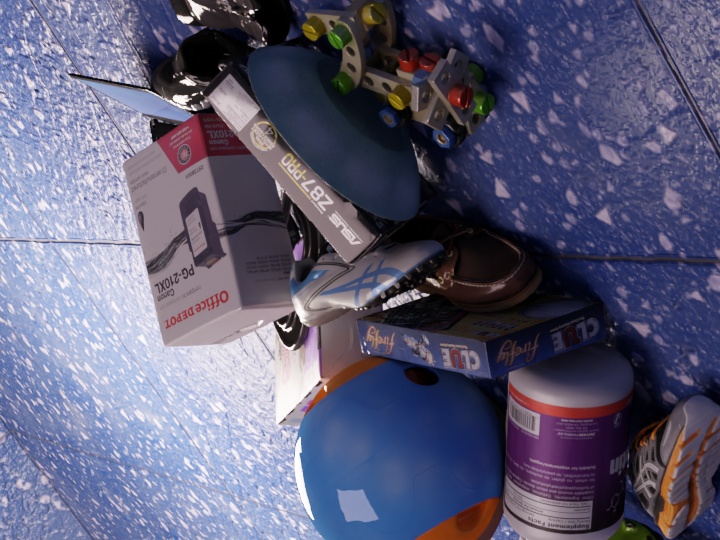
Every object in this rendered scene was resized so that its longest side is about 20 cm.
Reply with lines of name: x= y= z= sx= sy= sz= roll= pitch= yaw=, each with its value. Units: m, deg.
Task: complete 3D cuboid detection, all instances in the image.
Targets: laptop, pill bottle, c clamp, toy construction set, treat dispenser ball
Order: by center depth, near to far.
toy construction set: x=0.040 y=-0.169 z=1.451 sx=0.200 sy=0.092 sz=0.132 roll=40 pitch=158 yaw=44
pill bottle: x=0.186 y=0.170 z=1.601 sx=0.112 sy=0.112 sz=0.202 roll=24 pitch=122 yaw=43
treat dispenser ball: x=0.037 y=0.178 z=1.651 sx=0.200 sy=0.201 sz=0.202 roll=38 pitch=155 yaw=21
c clamp: x=-0.071 y=-0.029 z=1.783 sx=0.171 sy=0.027 sz=0.202 roll=-127 pitch=41 yaw=-49
laptop: x=-0.219 y=-0.120 z=1.936 sx=0.177 sy=0.103 sz=0.202 roll=17 pitch=119 yaw=51

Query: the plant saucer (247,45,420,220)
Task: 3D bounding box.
plant saucer: x=-0.010 y=-0.131 z=1.538 sx=0.201 sy=0.201 sz=0.039 roll=47 pitch=114 yaw=2

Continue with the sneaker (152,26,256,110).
sneaker: x=-0.153 y=-0.201 z=1.726 sx=0.090 sy=0.067 sz=0.199 roll=35 pitch=165 yaw=-38

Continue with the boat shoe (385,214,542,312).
boat shoe: x=0.085 y=-0.012 z=1.625 sx=0.199 sy=0.070 sz=0.071 roll=9 pitch=140 yaw=56

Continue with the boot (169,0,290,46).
boot: x=-0.139 y=-0.293 z=1.604 sx=0.131 sy=0.070 sz=0.200 roll=20 pitch=155 yaw=43

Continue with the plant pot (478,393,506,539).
plant pot: x=0.087 y=0.195 z=1.863 sx=0.200 sy=0.134 sz=0.201 roll=39 pitch=156 yaw=21

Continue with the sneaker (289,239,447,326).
sneaker: x=0.000 y=0.000 z=1.625 sx=0.199 sy=0.072 sz=0.073 roll=-20 pitch=92 yaw=49

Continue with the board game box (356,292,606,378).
board game box: x=0.106 y=0.052 z=1.607 sx=0.199 sy=0.135 sz=0.035 roll=8 pitch=111 yaw=57

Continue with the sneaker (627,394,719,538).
sneaker: x=0.274 y=0.164 z=1.572 sx=0.077 sy=0.078 sz=0.201 roll=48 pitch=157 yaw=27

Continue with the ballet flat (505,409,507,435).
ballet flat: x=0.176 y=0.152 z=1.745 sx=0.073 sy=0.067 sz=0.200 roll=62 pitch=161 yaw=19

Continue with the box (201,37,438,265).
box: x=-0.033 y=-0.111 z=1.579 sx=0.200 sy=0.161 sz=0.049 roll=48 pitch=117 yaw=2

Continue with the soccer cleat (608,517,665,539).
soccer cleat: x=0.298 y=0.297 z=1.716 sx=0.199 sy=0.068 sz=0.081 roll=18 pitch=150 yaw=28

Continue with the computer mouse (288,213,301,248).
computer mouse: x=-0.108 y=-0.075 z=1.892 sx=0.034 sy=0.058 sz=0.201 roll=-118 pitch=8 yaw=-53

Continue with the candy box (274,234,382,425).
candy box: x=-0.035 y=0.058 z=1.829 sx=0.200 sy=0.071 sz=0.170 roll=129 pitch=141 yaw=-66

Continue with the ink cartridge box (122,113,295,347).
ink cartridge box: x=-0.148 y=-0.038 z=1.770 sx=0.144 sy=0.084 sz=0.202 roll=-26 pitch=74 yaw=47
